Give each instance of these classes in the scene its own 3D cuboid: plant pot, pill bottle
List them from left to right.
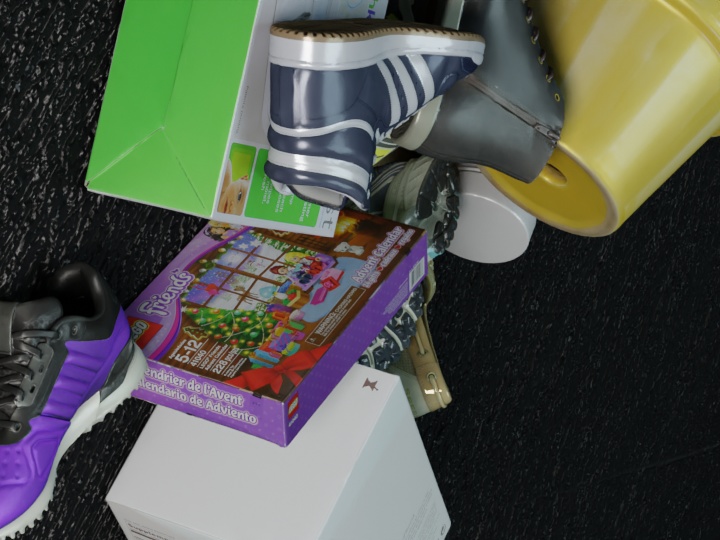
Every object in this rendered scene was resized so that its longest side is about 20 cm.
[{"bbox_3d":[0.111,-0.110,1.958,0.113,0.111,0.201,73,30,-51],"label":"pill bottle"},{"bbox_3d":[0.176,-0.135,1.830,0.189,0.200,0.201,-56,151,-20],"label":"plant pot"}]

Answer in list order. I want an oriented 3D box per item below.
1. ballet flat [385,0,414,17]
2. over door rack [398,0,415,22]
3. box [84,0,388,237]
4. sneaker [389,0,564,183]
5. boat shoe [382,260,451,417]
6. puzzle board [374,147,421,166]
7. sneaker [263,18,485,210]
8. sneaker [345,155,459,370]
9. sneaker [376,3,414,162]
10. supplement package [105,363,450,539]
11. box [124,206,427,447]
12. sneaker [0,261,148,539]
[{"bbox_3d":[0.045,-0.224,1.827,0.201,0.073,0.073,-65,155,-23],"label":"ballet flat"},{"bbox_3d":[0.055,-0.260,1.670,0.066,0.148,0.202,5,73,-25],"label":"over door rack"},{"bbox_3d":[-0.070,-0.131,1.590,0.176,0.096,0.201,9,94,-65],"label":"box"},{"bbox_3d":[0.093,-0.162,1.715,0.075,0.106,0.201,2,-105,68],"label":"sneaker"},{"bbox_3d":[0.035,0.025,1.842,0.201,0.063,0.073,-86,160,-47],"label":"boat shoe"},{"bbox_3d":[0.019,-0.061,1.936,0.151,0.017,0.200,-65,156,-25],"label":"puzzle board"},{"bbox_3d":[0.006,-0.096,1.570,0.200,0.070,0.109,-9,107,-56],"label":"sneaker"},{"bbox_3d":[0.000,0.000,1.786,0.200,0.086,0.078,-59,137,-42],"label":"sneaker"},{"bbox_3d":[0.014,-0.118,1.763,0.199,0.076,0.076,-30,166,-12],"label":"sneaker"},{"bbox_3d":[-0.050,0.163,1.741,0.152,0.150,0.200,-62,154,-27],"label":"supplement package"},{"bbox_3d":[-0.060,0.023,1.652,0.200,0.136,0.039,-50,147,-45],"label":"box"},{"bbox_3d":[-0.196,0.067,1.469,0.200,0.069,0.100,-56,144,-46],"label":"sneaker"}]
